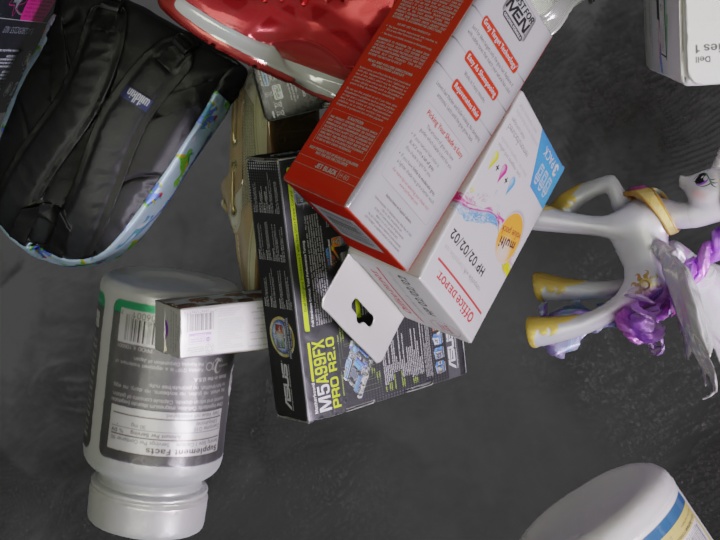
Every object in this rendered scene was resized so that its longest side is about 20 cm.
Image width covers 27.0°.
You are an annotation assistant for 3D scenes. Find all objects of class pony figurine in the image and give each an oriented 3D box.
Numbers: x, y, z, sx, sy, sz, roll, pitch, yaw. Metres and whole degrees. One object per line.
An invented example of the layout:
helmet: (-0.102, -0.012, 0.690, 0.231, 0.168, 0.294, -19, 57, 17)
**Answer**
pony figurine: (0.223, 0.003, 1.148, 0.200, 0.167, 0.193, -12, 87, 22)

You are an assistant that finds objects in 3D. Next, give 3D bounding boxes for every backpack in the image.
backpack: (-0.201, -0.097, 1.164, 0.163, 0.154, 0.200, 26, 79, -1)

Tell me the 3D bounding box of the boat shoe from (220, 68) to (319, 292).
boat shoe: (-0.075, -0.061, 1.194, 0.065, 0.072, 0.200, 10, 102, 44)

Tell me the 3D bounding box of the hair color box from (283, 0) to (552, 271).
hair color box: (0.042, -0.112, 1.017, 0.061, 0.102, 0.200, 26, 78, 36)

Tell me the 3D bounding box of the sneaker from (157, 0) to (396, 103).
sneaker: (-0.034, -0.187, 1.055, 0.200, 0.078, 0.116, 24, 97, -19)

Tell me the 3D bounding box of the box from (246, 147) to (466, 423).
box: (0.000, 0.000, 1.148, 0.160, 0.044, 0.200, -14, 103, -35)

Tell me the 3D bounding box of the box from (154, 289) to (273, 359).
box: (-0.064, 0.036, 1.156, 0.200, 0.039, 0.042, -6, 103, -37)

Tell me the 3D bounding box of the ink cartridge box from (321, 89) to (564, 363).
ink cartridge box: (0.064, -0.028, 1.099, 0.068, 0.115, 0.200, 21, 75, 33)

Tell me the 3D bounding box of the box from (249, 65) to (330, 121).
box: (-0.003, -0.228, 1.097, 0.193, 0.048, 0.200, -15, 104, 2)

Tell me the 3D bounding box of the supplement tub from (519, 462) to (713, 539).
supplement tub: (0.229, 0.268, 1.179, 0.145, 0.145, 0.200, -33, 95, 8)

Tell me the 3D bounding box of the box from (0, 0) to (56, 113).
box: (-0.311, -0.194, 1.117, 0.115, 0.200, 0.132, 30, 99, 1)

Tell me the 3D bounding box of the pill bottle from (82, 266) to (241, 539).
pill bottle: (-0.161, 0.104, 1.196, 0.113, 0.113, 0.200, 9, 100, 3)

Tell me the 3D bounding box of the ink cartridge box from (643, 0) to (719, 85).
ink cartridge box: (0.287, -0.183, 1.076, 0.145, 0.200, 0.084, -3, 101, 5)

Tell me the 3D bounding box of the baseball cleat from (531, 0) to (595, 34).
baseball cleat: (0.080, -0.205, 1.150, 0.200, 0.070, 0.107, -14, 88, 6)
